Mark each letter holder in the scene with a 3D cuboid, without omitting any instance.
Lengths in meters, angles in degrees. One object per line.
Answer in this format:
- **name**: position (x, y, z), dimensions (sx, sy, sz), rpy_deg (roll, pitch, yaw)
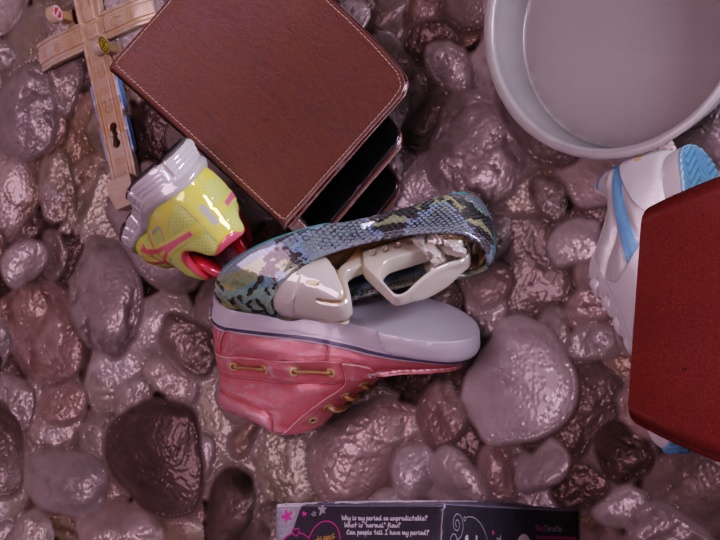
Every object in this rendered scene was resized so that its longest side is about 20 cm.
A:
- **letter holder**: position (-0.054, -0.126, 1.754), dimensions (0.200, 0.101, 0.142), rpy_deg (41, 91, 28)

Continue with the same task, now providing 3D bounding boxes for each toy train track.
- **toy train track**: position (-0.202, -0.145, 1.884), dimensions (0.114, 0.032, 0.202), rpy_deg (-21, 76, 28)

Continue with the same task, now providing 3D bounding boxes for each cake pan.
- **cake pan**: position (0.178, -0.171, 1.650), dimensions (0.199, 0.037, 0.202), rpy_deg (-6, 78, 30)

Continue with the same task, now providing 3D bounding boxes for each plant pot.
- **plant pot**: position (0.275, 0.034, 1.498), dimensions (0.175, 0.199, 0.202), rpy_deg (1, 85, 43)

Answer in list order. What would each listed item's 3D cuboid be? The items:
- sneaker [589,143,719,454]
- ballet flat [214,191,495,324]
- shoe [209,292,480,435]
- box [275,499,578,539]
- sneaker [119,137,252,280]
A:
- **sneaker**: position (0.197, 0.022, 1.609), dimensions (0.080, 0.076, 0.202), rpy_deg (-11, 72, 36)
- **ballet flat**: position (0.000, 0.000, 1.677), dimensions (0.198, 0.074, 0.075), rpy_deg (-19, 73, -4)
- **shoe**: position (-0.011, 0.067, 1.732), dimensions (0.198, 0.071, 0.092), rpy_deg (7, 114, 18)
- **box**: position (0.045, 0.207, 1.601), dimensions (0.131, 0.200, 0.116), rpy_deg (-3, 82, 30)
- **sneaker**: position (-0.117, -0.024, 1.739), dimensions (0.078, 0.200, 0.090), rpy_deg (-43, 84, -7)
